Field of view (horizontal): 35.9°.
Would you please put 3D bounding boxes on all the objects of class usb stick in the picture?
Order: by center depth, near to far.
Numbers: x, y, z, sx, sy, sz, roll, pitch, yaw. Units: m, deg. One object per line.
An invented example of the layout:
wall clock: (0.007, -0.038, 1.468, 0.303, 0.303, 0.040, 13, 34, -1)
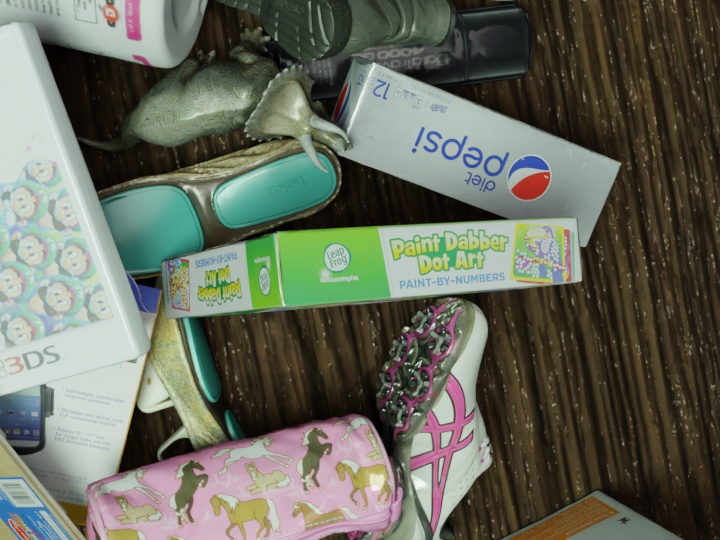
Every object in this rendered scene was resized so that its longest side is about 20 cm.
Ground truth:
usb stick: (0.031, -0.157, 0.810, 0.199, 0.033, 0.056, -9, 103, -10)

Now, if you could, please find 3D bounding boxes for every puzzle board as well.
puzzle board: (-0.270, 0.113, 0.688, 0.150, 0.017, 0.200, -7, 129, 25)

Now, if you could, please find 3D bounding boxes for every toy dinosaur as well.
toy dinosaur: (-0.103, -0.114, 0.738, 0.199, 0.102, 0.077, -1, 111, 6)

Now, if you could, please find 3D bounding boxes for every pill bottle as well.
pill bottle: (-0.203, -0.204, 0.708, 0.199, 0.113, 0.114, 13, 89, 5)

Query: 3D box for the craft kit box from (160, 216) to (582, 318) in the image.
craft kit box: (0.000, 0.000, 0.699, 0.199, 0.197, 0.049, -4, 85, -27)

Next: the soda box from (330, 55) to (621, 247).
soda box: (0.078, -0.084, 0.790, 0.199, 0.063, 0.069, 18, 101, -16)

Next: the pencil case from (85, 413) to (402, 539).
pencil case: (-0.073, 0.151, 0.711, 0.199, 0.083, 0.087, -14, 84, -24)

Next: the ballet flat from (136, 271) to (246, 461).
ballet flat: (-0.119, 0.101, 0.775, 0.070, 0.071, 0.201, -24, 97, -9)

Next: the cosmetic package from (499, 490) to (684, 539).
cosmetic package: (0.172, 0.223, 0.763, 0.101, 0.200, 0.071, -24, 96, -9)

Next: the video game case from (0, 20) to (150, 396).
video game case: (-0.237, -0.022, 0.656, 0.181, 0.024, 0.201, -16, 99, 18)

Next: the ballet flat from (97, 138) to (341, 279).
ballet flat: (-0.111, -0.043, 0.771, 0.199, 0.065, 0.071, -14, 106, -9)

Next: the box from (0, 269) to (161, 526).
box: (-0.206, 0.072, 0.732, 0.119, 0.042, 0.201, 14, 112, -11)

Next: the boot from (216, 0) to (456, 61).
boot: (-0.035, -0.210, 0.776, 0.130, 0.068, 0.200, -16, 53, -44)

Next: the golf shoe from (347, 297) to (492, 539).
golf shoe: (0.055, 0.109, 0.791, 0.092, 0.073, 0.201, 9, 115, -23)
